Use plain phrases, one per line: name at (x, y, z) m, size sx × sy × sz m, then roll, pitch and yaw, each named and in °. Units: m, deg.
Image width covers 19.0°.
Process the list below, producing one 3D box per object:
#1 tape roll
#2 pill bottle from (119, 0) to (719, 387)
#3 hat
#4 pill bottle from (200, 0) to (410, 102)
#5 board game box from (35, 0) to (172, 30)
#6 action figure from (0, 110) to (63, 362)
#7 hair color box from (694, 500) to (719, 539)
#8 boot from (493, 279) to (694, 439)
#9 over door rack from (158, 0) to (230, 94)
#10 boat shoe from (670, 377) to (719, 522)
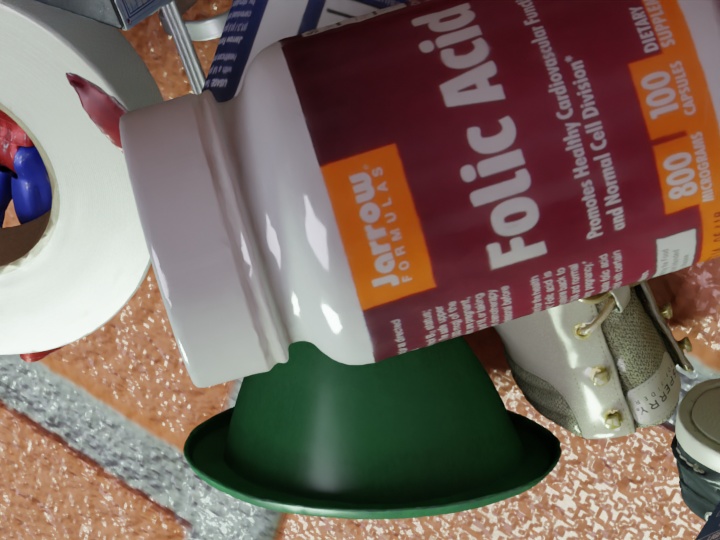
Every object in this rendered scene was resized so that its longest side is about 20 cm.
tape roll at (-0.181, -0.050, 0.965) m, size 0.201 × 0.037 × 0.204 m, roll 6°, pitch 127°, yaw 8°
pill bottle at (0.026, -0.035, 0.728) m, size 0.198 × 0.114 × 0.115 m, roll -17°, pitch 116°, yaw -2°
hat at (0.000, 0.000, 0.933) m, size 0.164 × 0.199 × 0.178 m, roll 9°, pitch 105°, yaw 33°
pill bottle at (-0.002, -0.075, 0.842) m, size 0.110 × 0.111 × 0.202 m, roll 17°, pitch 85°, yaw 24°
board game box at (-0.148, -0.193, 0.857) m, size 0.199 × 0.062 × 0.201 m, roll 31°, pitch 137°, yaw 18°
action figure at (-0.161, -0.052, 1.017) m, size 0.065 × 0.052 × 0.201 m, roll 28°, pitch 134°, yaw 25°
hair color box at (0.204, 0.086, 0.816) m, size 0.060 × 0.200 × 0.100 m, roll -30°, pitch 101°, yaw 44°
boot at (0.101, -0.004, 0.894) m, size 0.199 × 0.072 × 0.155 m, roll 1°, pitch 124°, yaw 59°
over door rack at (-0.110, -0.122, 0.993) m, size 0.199 × 0.066 × 0.149 m, roll 7°, pitch 124°, yaw 48°
boat shoe at (0.219, 0.120, 0.918) m, size 0.198 × 0.075 × 0.067 m, roll 25°, pitch 133°, yaw 19°
